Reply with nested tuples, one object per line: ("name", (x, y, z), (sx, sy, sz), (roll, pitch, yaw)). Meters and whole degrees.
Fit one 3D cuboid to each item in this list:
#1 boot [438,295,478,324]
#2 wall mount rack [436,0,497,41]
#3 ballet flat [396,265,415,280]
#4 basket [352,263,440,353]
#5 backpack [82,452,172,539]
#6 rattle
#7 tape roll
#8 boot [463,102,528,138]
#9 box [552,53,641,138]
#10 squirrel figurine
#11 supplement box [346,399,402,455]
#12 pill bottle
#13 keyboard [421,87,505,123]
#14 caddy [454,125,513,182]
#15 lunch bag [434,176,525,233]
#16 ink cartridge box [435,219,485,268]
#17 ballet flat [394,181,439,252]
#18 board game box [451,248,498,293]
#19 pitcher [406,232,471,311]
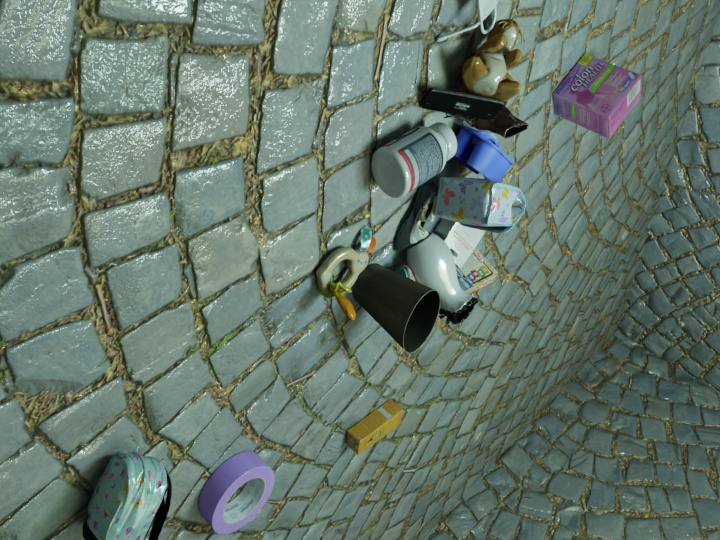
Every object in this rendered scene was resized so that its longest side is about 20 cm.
("boot", (0.275, 0.056, 2.030), (0.197, 0.161, 0.075), (-38, 145, -27))
("wall mount rack", (0.234, -0.597, 1.519), (0.175, 0.074, 0.202), (-50, 147, -18))
("ballet flat", (0.114, 0.061, 1.876), (0.069, 0.070, 0.203), (-1, 136, -25))
("basket", (0.085, 0.081, 1.762), (0.134, 0.198, 0.185), (-18, 131, -42))
("backpack", (-0.470, 0.472, 1.399), (0.126, 0.165, 0.204), (30, 87, -52))
("rattle", (0.000, 0.000, 1.647), (0.198, 0.142, 0.133), (-33, 123, -23))
("tape roll", (-0.312, 0.563, 1.762), (0.198, 0.065, 0.204), (-34, 140, -33))
("boot", (0.359, -0.389, 1.765), (0.197, 0.165, 0.074), (-25, 137, -39))
("box", (0.711, -0.527, 2.089), (0.177, 0.198, 0.097), (-49, 146, -10))
("squirrel figurine", (0.308, -0.499, 1.658), (0.200, 0.138, 0.191), (135, -26, -68))
("supplement box", (0.044, 0.489, 2.177), (0.198, 0.068, 0.068), (-29, 138, -39))
("pill bottle", (0.130, -0.263, 1.609), (0.198, 0.119, 0.122), (-33, 141, -31))
("keyboard", (0.234, -0.397, 1.637), (0.194, 0.041, 0.104), (7, 158, -17))
("caddy", (0.318, -0.308, 1.806), (0.106, 0.141, 0.199), (-55, 148, 9))
("lunch bag", (0.313, -0.168, 1.781), (0.197, 0.166, 0.131), (-3, 102, -52))
("ink cartridge box", (0.290, -0.126, 1.956), (0.114, 0.067, 0.202), (36, 87, -35))
("ballet flat", (0.154, -0.129, 1.801), (0.072, 0.072, 0.204), (7, 111, -54))
("board game box", (0.288, -0.006, 2.003), (0.197, 0.153, 0.047), (-20, 154, -42))
("pitcher", (0.193, 0.010, 1.880), (0.120, 0.170, 0.203), (-37, 102, -31))
